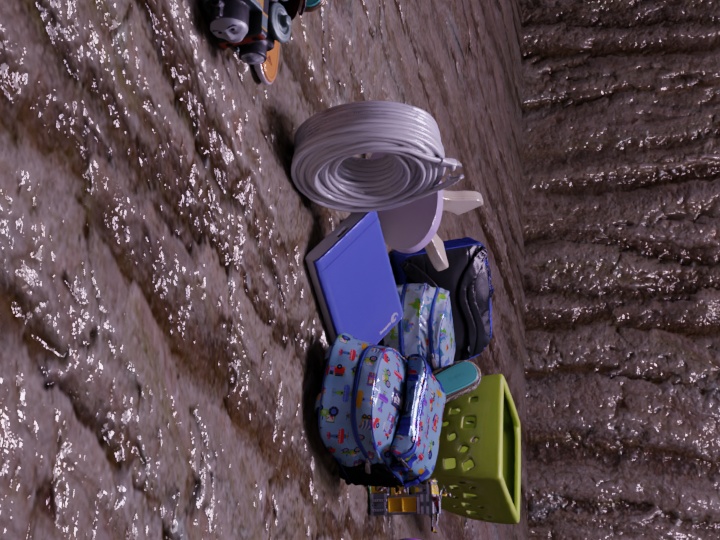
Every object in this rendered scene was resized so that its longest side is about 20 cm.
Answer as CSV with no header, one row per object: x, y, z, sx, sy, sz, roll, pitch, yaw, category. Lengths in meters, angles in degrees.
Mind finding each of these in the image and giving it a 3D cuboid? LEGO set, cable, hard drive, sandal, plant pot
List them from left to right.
-0.094,-0.325,1.564,0.079,0.059,0.208,47,41,-68,sandal
-0.005,0.024,1.764,0.132,0.025,0.201,-44,136,-32,hard drive
0.010,-0.147,1.647,0.200,0.199,0.070,27,51,-42,cable
0.086,0.316,1.963,0.200,0.115,0.155,52,37,-66,LEGO set
0.170,0.308,2.168,0.200,0.181,0.200,66,25,-53,plant pot

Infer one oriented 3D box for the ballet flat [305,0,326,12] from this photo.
-0.070,-0.433,1.715,0.072,0.067,0.201,110,-25,-78,ballet flat

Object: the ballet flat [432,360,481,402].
0.091,0.195,1.940,0.075,0.199,0.068,105,-37,-61,ballet flat

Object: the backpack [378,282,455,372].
0.088,0.115,2.027,0.201,0.153,0.163,69,24,-18,backpack

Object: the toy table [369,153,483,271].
0.090,-0.103,2.019,0.117,0.183,0.201,37,47,-53,toy table

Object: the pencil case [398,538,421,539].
0.073,0.506,1.913,0.085,0.092,0.201,63,25,-47,pencil case

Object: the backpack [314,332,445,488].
0.021,0.180,1.702,0.200,0.134,0.183,59,38,-53,backpack

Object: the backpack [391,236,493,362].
0.144,0.052,2.182,0.168,0.162,0.201,-131,-149,-79,backpack

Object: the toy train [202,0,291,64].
-0.129,-0.331,1.408,0.114,0.085,0.201,33,55,-57,toy train
